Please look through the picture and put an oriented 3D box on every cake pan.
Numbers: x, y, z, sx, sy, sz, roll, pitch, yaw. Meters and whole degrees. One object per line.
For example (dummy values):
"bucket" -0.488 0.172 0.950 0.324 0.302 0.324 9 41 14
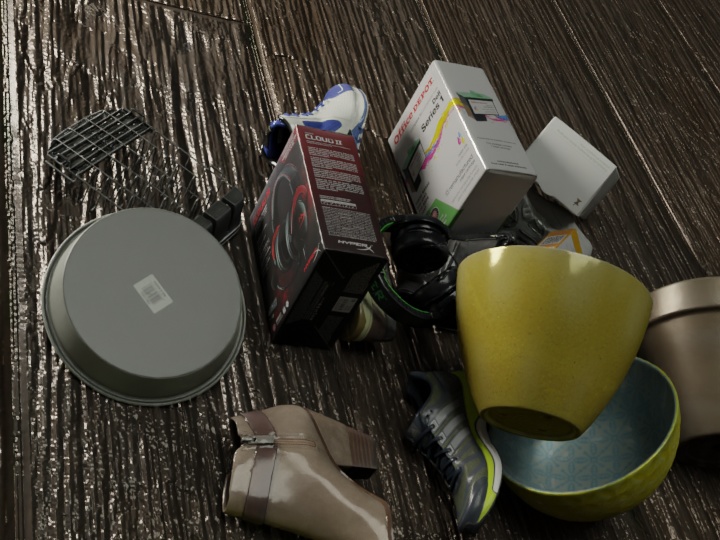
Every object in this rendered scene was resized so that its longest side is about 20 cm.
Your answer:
"cake pan" -0.199 0.027 1.012 0.198 0.037 0.203 11 62 -20

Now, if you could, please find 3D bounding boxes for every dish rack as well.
"dish rack" -0.231 -0.090 1.141 0.199 0.055 0.153 36 38 6

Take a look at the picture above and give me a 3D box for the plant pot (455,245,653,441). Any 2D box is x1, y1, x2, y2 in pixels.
"plant pot" 0.178 0.084 1.054 0.198 0.200 0.144 21 68 -14

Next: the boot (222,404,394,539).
"boot" -0.050 0.211 0.953 0.144 0.071 0.202 7 45 -19

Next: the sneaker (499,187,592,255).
"sneaker" 0.227 -0.070 1.417 0.200 0.078 0.099 48 33 6

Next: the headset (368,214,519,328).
"headset" 0.086 -0.008 1.164 0.198 0.094 0.125 -4 67 -46

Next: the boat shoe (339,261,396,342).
"boat shoe" 0.001 0.000 1.195 0.065 0.072 0.203 20 41 -29

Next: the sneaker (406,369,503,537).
"sneaker" 0.088 0.179 1.075 0.080 0.074 0.201 10 37 -15

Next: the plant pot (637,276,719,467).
"plant pot" 0.419 0.130 1.260 0.198 0.200 0.176 15 58 -20

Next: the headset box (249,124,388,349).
"headset box" -0.052 -0.043 1.135 0.074 0.149 0.202 9 46 -26

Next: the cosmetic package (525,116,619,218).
"cosmetic package" 0.281 -0.132 1.432 0.107 0.085 0.200 41 10 9

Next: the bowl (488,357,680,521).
"bowl" 0.241 0.191 1.106 0.109 0.198 0.201 64 28 -30

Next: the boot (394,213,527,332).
"boot" 0.126 0.019 1.269 0.197 0.070 0.133 11 51 -14

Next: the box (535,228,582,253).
"box" 0.216 0.043 1.261 0.199 0.041 0.121 -35 113 -47

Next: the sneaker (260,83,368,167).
"sneaker" -0.058 -0.170 1.312 0.114 0.081 0.201 22 43 -16

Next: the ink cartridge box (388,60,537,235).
"ink cartridge box" 0.123 -0.144 1.354 0.083 0.145 0.202 5 47 -29
